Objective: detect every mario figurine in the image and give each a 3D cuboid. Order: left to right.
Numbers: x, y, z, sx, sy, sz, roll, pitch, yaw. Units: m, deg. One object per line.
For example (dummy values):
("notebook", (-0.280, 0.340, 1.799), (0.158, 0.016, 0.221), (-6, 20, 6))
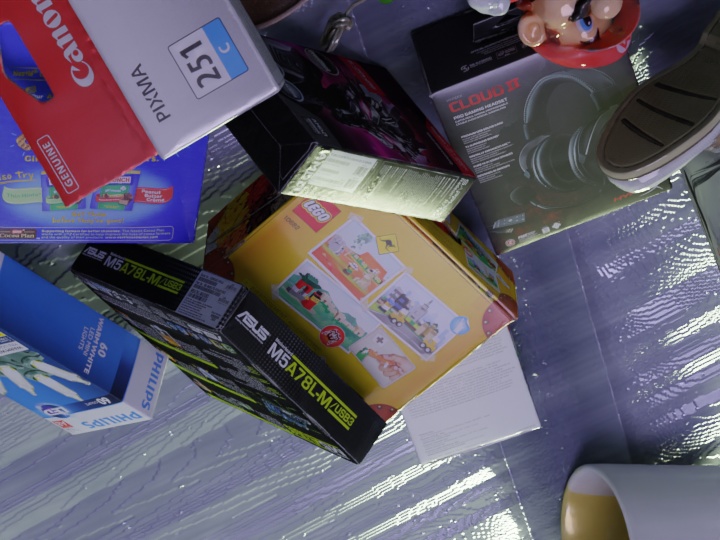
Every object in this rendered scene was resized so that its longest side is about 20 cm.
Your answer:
("mario figurine", (0.133, -0.213, 1.509), (0.123, 0.106, 0.200), (-30, 128, 16))

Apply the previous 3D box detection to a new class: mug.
("mug", (0.272, 0.236, 2.031), (0.152, 0.186, 0.151), (-7, 102, -20))

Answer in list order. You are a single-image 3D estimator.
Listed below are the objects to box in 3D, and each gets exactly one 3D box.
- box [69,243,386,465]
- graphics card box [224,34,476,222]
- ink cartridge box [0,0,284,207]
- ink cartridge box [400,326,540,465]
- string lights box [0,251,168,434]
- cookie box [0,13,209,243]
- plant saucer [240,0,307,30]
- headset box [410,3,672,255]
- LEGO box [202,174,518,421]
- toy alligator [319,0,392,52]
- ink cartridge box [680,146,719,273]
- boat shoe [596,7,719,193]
("box", (-0.102, 0.058, 1.715), (0.193, 0.199, 0.048), (43, 74, -40))
("graphics card box", (-0.017, -0.101, 1.576), (0.199, 0.126, 0.051), (7, 129, -53))
("ink cartridge box", (-0.173, -0.163, 1.464), (0.175, 0.045, 0.201), (-29, 99, 10))
("ink cartridge box", (0.071, 0.061, 1.847), (0.108, 0.051, 0.201), (-18, 126, 4))
("string lights box", (-0.256, 0.054, 1.731), (0.102, 0.059, 0.200), (-14, 142, 42))
("cookie box", (-0.191, -0.117, 1.600), (0.169, 0.076, 0.201), (0, 132, -14))
("plant saucer", (-0.099, -0.256, 1.475), (0.198, 0.037, 0.202), (6, 116, 12))
("headset box", (0.134, -0.125, 1.674), (0.148, 0.078, 0.201), (-20, 136, 5))
("LEGO box", (0.000, 0.000, 1.720), (0.149, 0.077, 0.200), (-39, 113, 20))
("toy alligator", (0.040, -0.224, 1.567), (0.054, 0.060, 0.201), (16, 126, -25))
("ink cartridge box", (0.299, -0.046, 1.702), (0.083, 0.201, 0.145), (-21, 134, 6))
("boat shoe", (0.252, -0.119, 1.637), (0.200, 0.075, 0.069), (-43, 140, -18))
